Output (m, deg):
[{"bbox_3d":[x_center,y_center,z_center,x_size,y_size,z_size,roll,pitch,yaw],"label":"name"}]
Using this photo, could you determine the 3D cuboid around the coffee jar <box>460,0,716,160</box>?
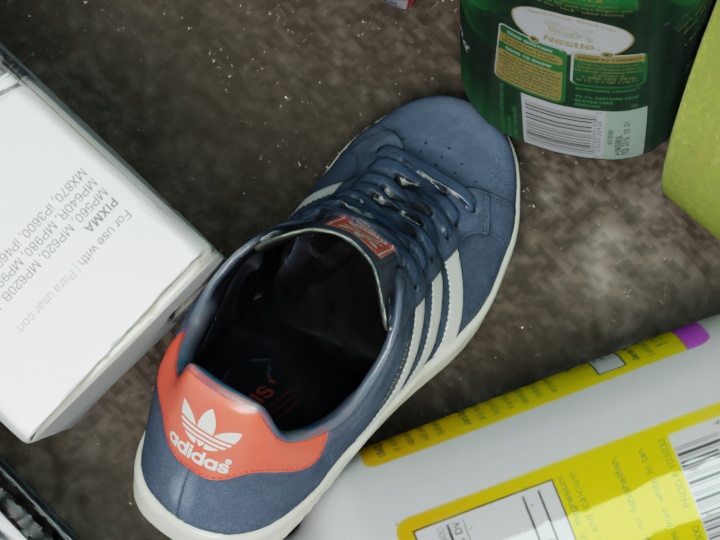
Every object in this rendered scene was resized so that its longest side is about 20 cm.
[{"bbox_3d":[0.073,-0.116,0.846,0.085,0.200,0.105,14,72,8],"label":"coffee jar"}]

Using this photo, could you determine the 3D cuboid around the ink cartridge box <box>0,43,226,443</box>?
[{"bbox_3d":[-0.142,-0.041,0.870,0.200,0.144,0.084,42,88,0],"label":"ink cartridge box"}]

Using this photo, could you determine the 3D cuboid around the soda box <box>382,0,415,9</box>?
[{"bbox_3d":[0.038,-0.191,0.919,0.063,0.070,0.200,28,87,2],"label":"soda box"}]

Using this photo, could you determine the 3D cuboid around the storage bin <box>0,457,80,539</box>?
[{"bbox_3d":[-0.136,0.110,0.868,0.094,0.135,0.200,-45,90,-3],"label":"storage bin"}]

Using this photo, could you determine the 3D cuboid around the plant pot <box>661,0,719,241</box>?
[{"bbox_3d":[0.206,-0.035,0.881,0.200,0.187,0.188,20,87,11],"label":"plant pot"}]

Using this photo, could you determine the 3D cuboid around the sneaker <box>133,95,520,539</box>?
[{"bbox_3d":[0.000,0.000,0.866,0.075,0.085,0.200,26,52,9],"label":"sneaker"}]

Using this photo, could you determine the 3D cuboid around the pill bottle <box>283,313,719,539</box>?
[{"bbox_3d":[0.051,0.094,0.893,0.200,0.104,0.105,-20,89,-2],"label":"pill bottle"}]
